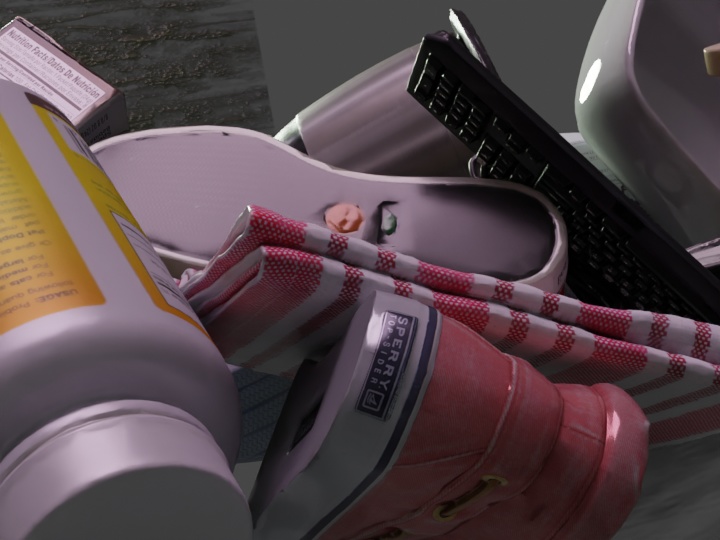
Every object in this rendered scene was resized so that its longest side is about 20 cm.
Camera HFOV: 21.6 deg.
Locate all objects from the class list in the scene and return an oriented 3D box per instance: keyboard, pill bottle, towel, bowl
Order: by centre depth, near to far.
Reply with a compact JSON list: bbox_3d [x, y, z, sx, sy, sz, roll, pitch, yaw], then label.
[{"bbox_3d":[-0.107,0.029,0.603,0.109,0.110,0.200,-12,40,-23],"label":"pill bottle"},{"bbox_3d":[0.039,0.023,0.633,0.199,0.030,0.146,14,-14,-14],"label":"towel"},{"bbox_3d":[0.088,-0.004,0.727,0.040,0.200,0.104,-45,-6,-7],"label":"keyboard"},{"bbox_3d":[0.197,-0.086,1.005,0.075,0.200,0.200,-27,26,45],"label":"bowl"}]

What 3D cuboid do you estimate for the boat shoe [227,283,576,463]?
[{"bbox_3d":[0.001,0.021,0.838,0.199,0.074,0.067,-22,44,4],"label":"boat shoe"}]

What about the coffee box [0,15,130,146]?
[{"bbox_3d":[-0.204,-0.013,0.909,0.080,0.113,0.200,35,61,23],"label":"coffee box"}]

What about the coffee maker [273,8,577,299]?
[{"bbox_3d":[0.000,0.000,0.922,0.199,0.193,0.135,-24,8,4],"label":"coffee maker"}]

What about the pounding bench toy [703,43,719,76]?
[{"bbox_3d":[0.278,-0.060,0.846,0.124,0.157,0.199,-21,15,-41],"label":"pounding bench toy"}]

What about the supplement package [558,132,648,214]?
[{"bbox_3d":[0.079,-0.017,1.108,0.155,0.111,0.200,-11,5,-10],"label":"supplement package"}]

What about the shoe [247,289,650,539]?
[{"bbox_3d":[0.020,0.066,0.595,0.091,0.072,0.200,22,-20,-6],"label":"shoe"}]

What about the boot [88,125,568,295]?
[{"bbox_3d":[-0.021,0.019,0.753,0.199,0.073,0.145,11,-36,7],"label":"boot"}]

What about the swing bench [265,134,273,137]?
[{"bbox_3d":[-0.166,-0.042,1.813,0.198,0.130,0.200,-10,10,-2],"label":"swing bench"}]

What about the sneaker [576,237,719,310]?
[{"bbox_3d":[0.182,0.010,0.810,0.199,0.074,0.089,-9,7,14],"label":"sneaker"}]
